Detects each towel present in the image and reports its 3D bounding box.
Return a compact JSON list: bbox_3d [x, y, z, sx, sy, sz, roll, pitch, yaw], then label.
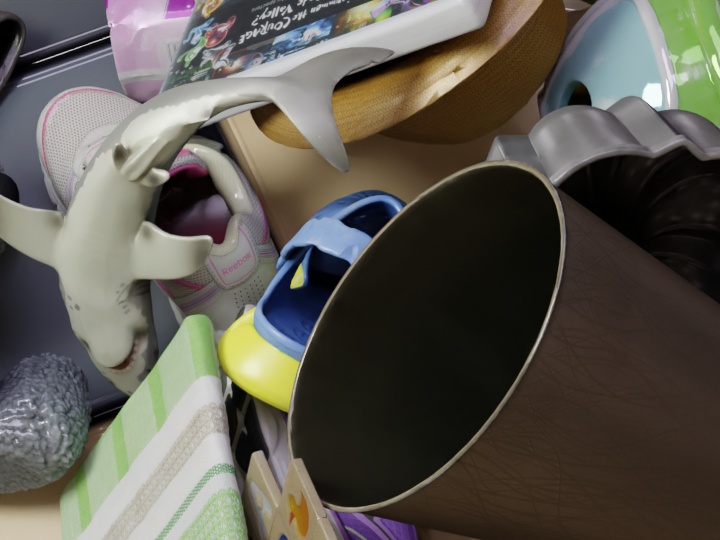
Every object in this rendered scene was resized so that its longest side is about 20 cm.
[{"bbox_3d":[-0.088,0.140,1.247,0.031,0.149,0.201,16,42,-28],"label":"towel"}]

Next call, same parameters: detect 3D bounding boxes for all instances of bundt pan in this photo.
[{"bbox_3d":[0.111,0.003,1.285,0.201,0.203,0.076,-18,39,-6],"label":"bundt pan"}]

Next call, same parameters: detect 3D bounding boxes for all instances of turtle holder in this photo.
[{"bbox_3d":[0.155,-0.098,1.382,0.131,0.141,0.186,-23,85,16],"label":"turtle holder"}]

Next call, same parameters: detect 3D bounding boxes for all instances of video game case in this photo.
[{"bbox_3d":[-0.002,-0.162,1.376,0.199,0.023,0.182,-17,40,35],"label":"video game case"}]

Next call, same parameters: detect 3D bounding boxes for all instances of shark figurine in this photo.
[{"bbox_3d":[-0.091,-0.053,1.309,0.128,0.215,0.090,38,28,-7],"label":"shark figurine"}]

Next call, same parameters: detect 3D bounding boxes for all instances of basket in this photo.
[{"bbox_3d":[0.101,0.059,1.189,0.199,0.180,0.137,22,40,-33],"label":"basket"}]

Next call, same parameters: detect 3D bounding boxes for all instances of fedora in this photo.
[{"bbox_3d":[0.039,-0.120,1.386,0.200,0.082,0.201,-28,37,23],"label":"fedora"}]

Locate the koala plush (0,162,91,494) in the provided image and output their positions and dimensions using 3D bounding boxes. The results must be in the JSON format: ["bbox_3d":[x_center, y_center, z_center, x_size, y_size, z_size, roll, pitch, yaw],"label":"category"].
[{"bbox_3d":[-0.234,-0.004,1.355,0.183,0.177,0.201,-14,49,28],"label":"koala plush"}]

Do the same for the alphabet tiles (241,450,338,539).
[{"bbox_3d":[-0.020,0.184,1.175,0.006,0.167,0.200,-8,48,-22],"label":"alphabet tiles"}]

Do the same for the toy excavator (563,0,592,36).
[{"bbox_3d":[0.162,-0.235,1.537,0.193,0.100,0.201,-16,59,-3],"label":"toy excavator"}]

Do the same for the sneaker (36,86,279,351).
[{"bbox_3d":[-0.101,-0.042,1.414,0.081,0.088,0.200,-36,55,-19],"label":"sneaker"}]

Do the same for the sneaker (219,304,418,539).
[{"bbox_3d":[-0.015,0.101,1.311,0.083,0.081,0.201,-7,50,-25],"label":"sneaker"}]

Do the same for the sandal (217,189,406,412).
[{"bbox_3d":[0.000,0.000,1.327,0.079,0.087,0.200,31,24,0],"label":"sandal"}]

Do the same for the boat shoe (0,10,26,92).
[{"bbox_3d":[-0.238,-0.076,1.476,0.057,0.067,0.201,5,49,18],"label":"boat shoe"}]

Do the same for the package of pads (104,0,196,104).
[{"bbox_3d":[-0.039,-0.159,1.508,0.199,0.076,0.121,-6,49,3],"label":"package of pads"}]
